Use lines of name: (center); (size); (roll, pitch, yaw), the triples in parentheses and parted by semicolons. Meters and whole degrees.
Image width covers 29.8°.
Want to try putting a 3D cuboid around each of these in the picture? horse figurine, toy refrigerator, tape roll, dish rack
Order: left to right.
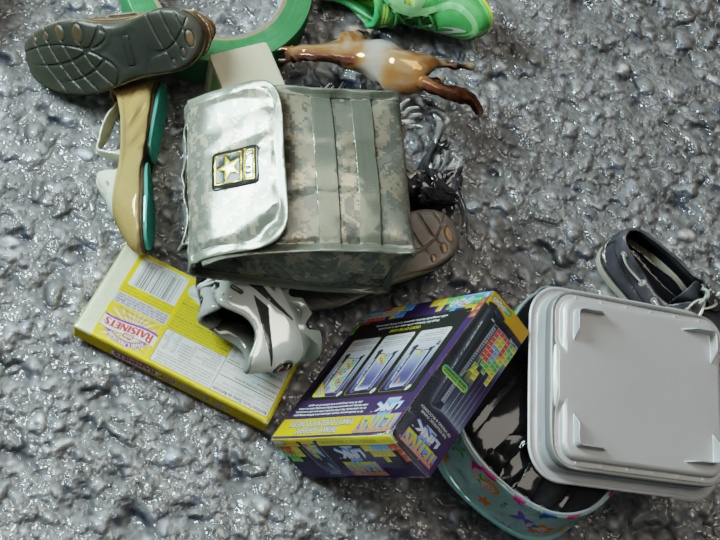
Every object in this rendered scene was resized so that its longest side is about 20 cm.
tape roll: (-0.151, -0.291, 1.423); (0.199, 0.048, 0.202); (5, 63, -10)
toy refrigerator: (-0.094, -0.117, 1.335); (0.070, 0.076, 0.201); (-16, 70, -19)
horse figurine: (0.032, -0.210, 1.383); (0.199, 0.050, 0.132); (26, 23, 27)
dish rack: (0.238, 0.103, 1.165); (0.199, 0.044, 0.173); (10, 73, -23)

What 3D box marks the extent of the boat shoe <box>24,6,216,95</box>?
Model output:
boat shoe: (-0.232, -0.217, 1.332); (0.199, 0.076, 0.074); (-2, 16, 21)

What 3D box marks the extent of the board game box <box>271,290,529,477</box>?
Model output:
board game box: (0.032, 0.103, 1.186); (0.057, 0.200, 0.166); (47, 62, -18)

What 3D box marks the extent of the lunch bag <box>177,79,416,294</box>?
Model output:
lunch bag: (-0.063, -0.074, 1.205); (0.198, 0.118, 0.165); (2, 67, -15)

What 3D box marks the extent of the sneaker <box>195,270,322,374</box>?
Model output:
sneaker: (-0.120, 0.008, 1.241); (0.088, 0.074, 0.200); (-19, 62, -33)

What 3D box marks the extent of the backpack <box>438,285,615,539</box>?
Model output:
backpack: (0.161, 0.139, 1.221); (0.177, 0.151, 0.200); (38, 53, 3)

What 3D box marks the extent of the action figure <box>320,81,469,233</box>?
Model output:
action figure: (0.042, -0.122, 1.346); (0.199, 0.119, 0.102); (34, 99, 13)

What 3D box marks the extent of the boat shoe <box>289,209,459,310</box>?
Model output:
boat shoe: (0.000, 0.000, 1.303); (0.199, 0.073, 0.075); (-12, 75, 5)

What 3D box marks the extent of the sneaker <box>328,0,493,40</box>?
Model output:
sneaker: (0.043, -0.282, 1.448); (0.199, 0.074, 0.084); (19, 54, 8)

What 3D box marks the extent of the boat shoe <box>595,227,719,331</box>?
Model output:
boat shoe: (0.322, 0.036, 1.358); (0.073, 0.063, 0.200); (-39, 78, -26)

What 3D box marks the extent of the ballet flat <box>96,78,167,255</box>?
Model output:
ballet flat: (-0.225, -0.099, 1.310); (0.063, 0.069, 0.201); (0, 56, 1)

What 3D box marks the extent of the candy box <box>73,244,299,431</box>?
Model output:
candy box: (-0.155, 0.061, 1.261); (0.199, 0.026, 0.103); (27, 60, 2)
